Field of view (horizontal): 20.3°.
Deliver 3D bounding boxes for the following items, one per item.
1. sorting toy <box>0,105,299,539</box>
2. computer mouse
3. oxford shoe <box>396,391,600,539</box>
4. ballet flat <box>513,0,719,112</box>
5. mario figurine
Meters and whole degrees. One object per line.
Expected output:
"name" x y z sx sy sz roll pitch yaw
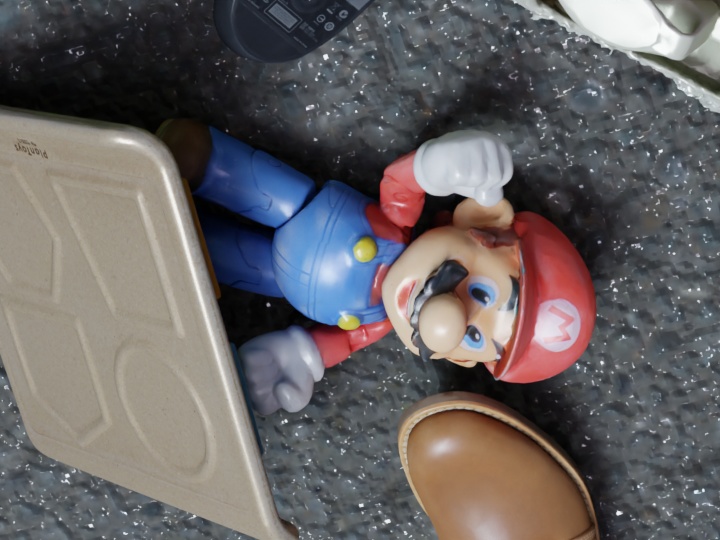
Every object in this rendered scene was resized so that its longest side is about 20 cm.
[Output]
"sorting toy" -0.108 0.015 0.855 0.184 0.036 0.202 12 129 48
"computer mouse" 0.017 -0.157 0.801 0.200 0.034 0.059 -39 129 16
"oxford shoe" 0.076 0.137 0.893 0.071 0.072 0.201 -21 121 19
"ballet flat" 0.138 -0.092 0.793 0.198 0.072 0.072 22 117 -3
"mario figurine" 0.000 0.000 0.833 0.198 0.107 0.124 15 152 10
